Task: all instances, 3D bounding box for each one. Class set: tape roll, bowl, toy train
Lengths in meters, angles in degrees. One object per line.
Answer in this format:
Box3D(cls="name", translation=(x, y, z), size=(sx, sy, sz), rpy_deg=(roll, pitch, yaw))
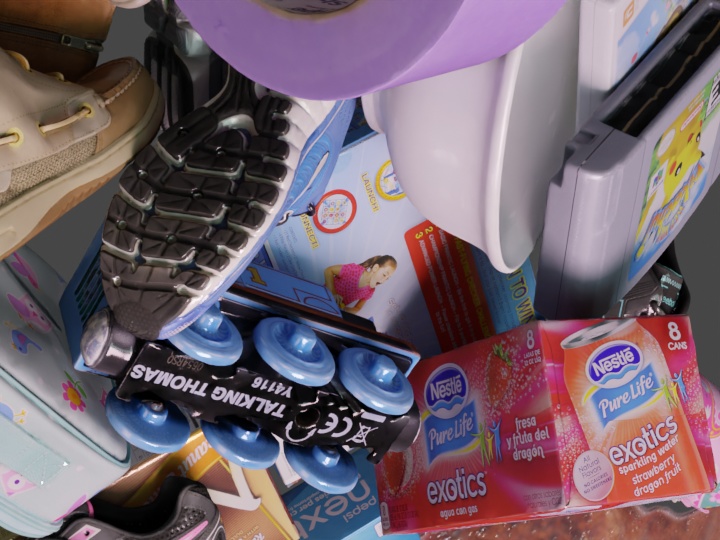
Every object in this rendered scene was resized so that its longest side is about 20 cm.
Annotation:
Box3D(cls="tape roll", translation=(0.000, -0.175, 0.588), size=(0.085, 0.199, 0.202), rpy_deg=(-20, 129, -46))
Box3D(cls="bowl", translation=(0.058, -0.107, 0.726), size=(0.201, 0.089, 0.203), rpy_deg=(14, 90, -74))
Box3D(cls="toy train", translation=(-0.058, 0.042, 0.755), size=(0.199, 0.115, 0.087), rpy_deg=(18, 119, -32))

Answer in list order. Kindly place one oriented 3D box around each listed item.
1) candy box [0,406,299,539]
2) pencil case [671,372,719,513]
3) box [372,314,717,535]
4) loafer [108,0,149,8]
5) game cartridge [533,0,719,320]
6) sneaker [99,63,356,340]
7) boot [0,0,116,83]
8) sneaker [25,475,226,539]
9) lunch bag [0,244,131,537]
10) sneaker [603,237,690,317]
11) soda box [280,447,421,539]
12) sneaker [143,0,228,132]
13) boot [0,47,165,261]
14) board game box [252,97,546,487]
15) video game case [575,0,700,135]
Box3D(cls="candy box", translation=(-0.148, 0.161, 0.884), size=(0.199, 0.055, 0.116), rpy_deg=(-29, 126, -10))
Box3D(cls="pencil case", translation=(0.209, 0.101, 1.018), size=(0.088, 0.087, 0.200), rpy_deg=(-49, 130, 6))
Box3D(cls="box", translation=(0.091, 0.089, 0.801), size=(0.099, 0.200, 0.097), rpy_deg=(-1, 78, -27))
Box3D(cls="loafer", translation=(-0.120, -0.221, 0.654), size=(0.068, 0.075, 0.202), rpy_deg=(-11, 108, -39))
Box3D(cls="game cartridge", translation=(0.163, -0.062, 0.805), size=(0.200, 0.040, 0.134), rpy_deg=(-45, 155, -33))
Box3D(cls="sneaker", translation=(-0.050, -0.041, 0.697), size=(0.201, 0.078, 0.090), rpy_deg=(-57, 155, -29))
Box3D(cls="boot", translation=(-0.193, -0.161, 0.670), size=(0.198, 0.068, 0.190), rpy_deg=(5, 108, -34))
Box3D(cls="sneaker", translation=(-0.166, 0.168, 0.811), size=(0.198, 0.080, 0.087), rpy_deg=(-18, 110, -25))
Box3D(cls="lunch bag", translation=(-0.202, 0.033, 0.712), size=(0.077, 0.161, 0.200), rpy_deg=(-37, 130, 8))
Box3D(cls="sneaker", translation=(0.157, 0.036, 0.894), size=(0.075, 0.079, 0.202), rpy_deg=(19, 70, -47))
Box3D(cls="soda box", translation=(-0.059, 0.203, 0.947), size=(0.199, 0.068, 0.065), rpy_deg=(-29, 126, -10))
Box3D(cls="sneaker", translation=(-0.052, -0.165, 0.745), size=(0.115, 0.075, 0.202), rpy_deg=(-15, 129, -29))
Box3D(cls="boot", translation=(-0.173, -0.097, 0.641), size=(0.072, 0.200, 0.157), rpy_deg=(-14, 111, 32))
Box3D(cls="board game box", translation=(0.000, 0.000, 0.868), size=(0.194, 0.056, 0.201), rpy_deg=(-28, 127, -11))
Box3D(cls="video game case", translation=(0.176, -0.136, 0.819), size=(0.182, 0.022, 0.201), rpy_deg=(-50, 154, -25))
